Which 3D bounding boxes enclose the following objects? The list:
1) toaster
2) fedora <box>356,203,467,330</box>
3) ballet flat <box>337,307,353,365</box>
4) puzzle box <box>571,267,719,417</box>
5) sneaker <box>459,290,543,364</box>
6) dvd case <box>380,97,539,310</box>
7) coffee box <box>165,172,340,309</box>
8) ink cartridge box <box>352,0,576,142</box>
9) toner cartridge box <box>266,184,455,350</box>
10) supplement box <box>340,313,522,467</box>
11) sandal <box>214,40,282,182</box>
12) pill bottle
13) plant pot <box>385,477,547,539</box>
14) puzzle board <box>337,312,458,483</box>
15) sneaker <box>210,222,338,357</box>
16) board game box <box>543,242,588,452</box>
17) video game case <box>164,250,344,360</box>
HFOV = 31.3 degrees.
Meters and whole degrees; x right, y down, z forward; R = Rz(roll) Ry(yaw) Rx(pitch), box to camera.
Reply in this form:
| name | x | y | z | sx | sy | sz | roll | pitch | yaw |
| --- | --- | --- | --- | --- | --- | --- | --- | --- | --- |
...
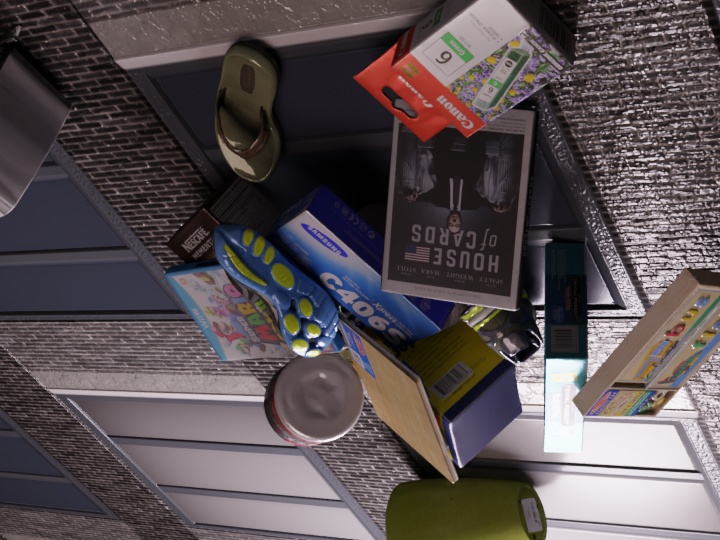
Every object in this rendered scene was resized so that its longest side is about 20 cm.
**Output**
| name | x | y | z | sx | sy | sz | roll | pitch | yaw |
| --- | --- | --- | --- | --- | --- | --- | --- | --- | --- |
| toaster | -0.447 | -0.157 | 1.486 | 0.199 | 0.182 | 0.119 | -12 | 137 | 43 |
| fedora | 0.042 | -0.017 | 1.466 | 0.199 | 0.091 | 0.178 | 21 | 147 | 16 |
| ballet flat | -0.030 | 0.102 | 1.699 | 0.070 | 0.068 | 0.201 | 12 | 145 | 30 |
| puzzle box | 0.327 | 0.081 | 1.356 | 0.132 | 0.026 | 0.201 | 6 | 130 | -40 |
| sneaker | 0.169 | 0.068 | 1.452 | 0.081 | 0.074 | 0.200 | 54 | -166 | 13 |
| dvd case | 0.099 | -0.068 | 1.302 | 0.149 | 0.025 | 0.202 | 8 | 100 | 21 |
| coffee box | -0.121 | -0.008 | 1.550 | 0.200 | 0.080 | 0.113 | 43 | 142 | -8 |
| ink cartridge box | 0.091 | -0.187 | 1.198 | 0.109 | 0.051 | 0.199 | 39 | 131 | -23 |
| toner cartridge box | 0.000 | 0.000 | 1.397 | 0.200 | 0.043 | 0.095 | 41 | 145 | -14 |
| supplement box | 0.085 | 0.116 | 1.537 | 0.200 | 0.109 | 0.109 | 40 | 160 | 33 |
| sandal | -0.129 | -0.164 | 1.391 | 0.079 | 0.058 | 0.202 | 17 | 147 | 9 |
| pill bottle | -0.065 | 0.165 | 1.624 | 0.110 | 0.111 | 0.200 | 26 | 167 | -5 |
| plant pot | 0.169 | 0.383 | 1.909 | 0.199 | 0.188 | 0.187 | -21 | 129 | 28 |
| puzzle board | 0.045 | 0.146 | 1.486 | 0.151 | 0.017 | 0.201 | 38 | 159 | 41 |
| sneaker | -0.094 | 0.016 | 1.419 | 0.200 | 0.071 | 0.083 | 49 | 176 | -29 |
| board game box | 0.230 | 0.090 | 1.446 | 0.046 | 0.152 | 0.201 | 0 | 144 | 8 |
| video game case | -0.128 | 0.045 | 1.528 | 0.199 | 0.018 | 0.144 | -7 | 125 | 40 |
